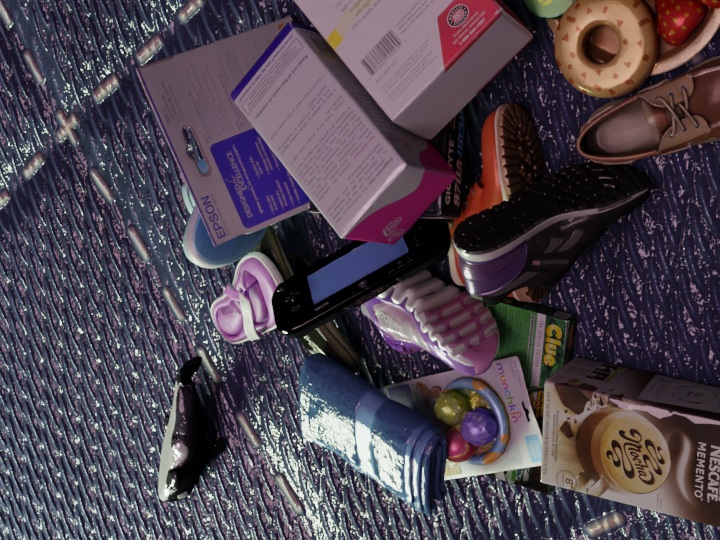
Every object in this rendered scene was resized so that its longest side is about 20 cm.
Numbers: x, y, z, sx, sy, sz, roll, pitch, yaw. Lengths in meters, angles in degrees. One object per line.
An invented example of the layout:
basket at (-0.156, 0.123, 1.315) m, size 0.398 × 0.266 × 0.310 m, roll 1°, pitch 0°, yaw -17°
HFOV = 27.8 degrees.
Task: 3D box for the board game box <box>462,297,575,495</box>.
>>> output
board game box at (0.164, 0.129, 1.522) m, size 0.105 × 0.023 × 0.201 m, roll 17°, pitch 115°, yaw 30°

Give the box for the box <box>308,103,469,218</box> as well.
box at (0.030, -0.154, 1.467) m, size 0.159 × 0.046 × 0.201 m, roll 4°, pitch 89°, yaw 32°

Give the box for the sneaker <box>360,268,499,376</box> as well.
sneaker at (0.066, 0.055, 1.520) m, size 0.200 × 0.080 × 0.089 m, roll 40°, pitch 133°, yaw 37°

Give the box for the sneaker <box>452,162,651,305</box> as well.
sneaker at (0.185, -0.034, 1.391) m, size 0.076 × 0.200 × 0.088 m, roll -122°, pitch 13°, yaw -51°

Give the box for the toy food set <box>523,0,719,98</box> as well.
toy food set at (0.241, -0.272, 1.326) m, size 0.200 × 0.049 × 0.198 m, roll -28°, pitch 89°, yaw 36°

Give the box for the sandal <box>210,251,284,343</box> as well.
sandal at (-0.130, 0.045, 1.623) m, size 0.083 × 0.050 × 0.203 m, roll 51°, pitch 152°, yaw 6°

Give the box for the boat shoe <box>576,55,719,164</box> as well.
boat shoe at (0.286, -0.140, 1.326) m, size 0.200 × 0.072 × 0.076 m, roll -24°, pitch 92°, yaw 36°

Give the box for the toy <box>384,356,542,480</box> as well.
toy at (0.098, 0.166, 1.537) m, size 0.200 × 0.047 × 0.115 m, roll -18°, pitch 90°, yaw 49°

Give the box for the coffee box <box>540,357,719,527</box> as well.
coffee box at (0.284, 0.166, 1.422) m, size 0.200 × 0.080 × 0.113 m, roll 10°, pitch 110°, yaw 30°

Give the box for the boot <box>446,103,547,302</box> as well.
boot at (0.127, -0.069, 1.454) m, size 0.107 × 0.075 × 0.201 m, roll 8°, pitch 111°, yaw 36°

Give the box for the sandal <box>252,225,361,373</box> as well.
sandal at (-0.060, 0.029, 1.616) m, size 0.201 × 0.057 × 0.080 m, roll 55°, pitch 154°, yaw -15°

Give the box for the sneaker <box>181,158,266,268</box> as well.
sneaker at (-0.157, -0.064, 1.576) m, size 0.130 × 0.200 × 0.080 m, roll -20°, pitch 119°, yaw 43°

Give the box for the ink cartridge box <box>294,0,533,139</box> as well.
ink cartridge box at (0.044, -0.249, 1.389) m, size 0.145 × 0.083 × 0.200 m, roll -45°, pitch 63°, yaw 16°

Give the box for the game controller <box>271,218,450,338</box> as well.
game controller at (0.000, 0.000, 1.474) m, size 0.200 × 0.104 × 0.042 m, roll -30°, pitch 109°, yaw 6°

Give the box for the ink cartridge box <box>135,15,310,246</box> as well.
ink cartridge box at (-0.118, -0.144, 1.508) m, size 0.043 × 0.200 × 0.199 m, roll -19°, pitch 95°, yaw 56°

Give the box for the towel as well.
towel at (0.010, 0.174, 1.568) m, size 0.200 × 0.048 × 0.112 m, roll 31°, pitch 137°, yaw 38°

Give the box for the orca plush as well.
orca plush at (-0.199, 0.199, 1.770) m, size 0.105 × 0.071 × 0.201 m, roll -127°, pitch 42°, yaw -66°

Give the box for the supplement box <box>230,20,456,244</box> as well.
supplement box at (-0.017, -0.131, 1.408) m, size 0.103 × 0.101 × 0.200 m, roll -49°, pitch 64°, yaw 20°
